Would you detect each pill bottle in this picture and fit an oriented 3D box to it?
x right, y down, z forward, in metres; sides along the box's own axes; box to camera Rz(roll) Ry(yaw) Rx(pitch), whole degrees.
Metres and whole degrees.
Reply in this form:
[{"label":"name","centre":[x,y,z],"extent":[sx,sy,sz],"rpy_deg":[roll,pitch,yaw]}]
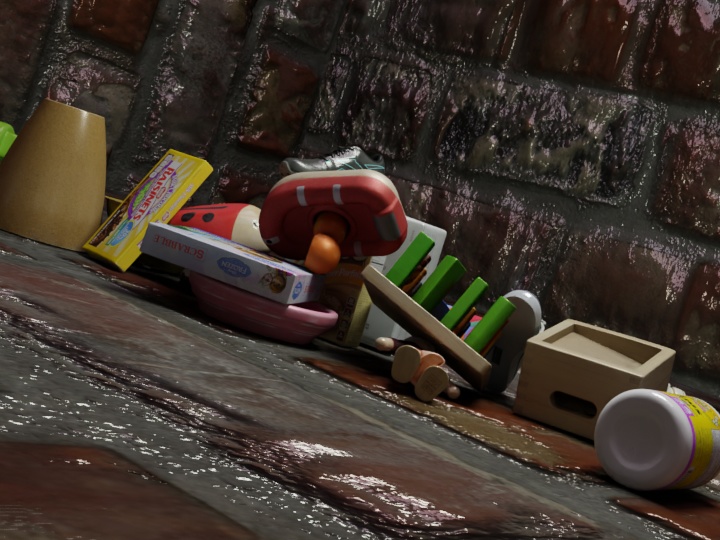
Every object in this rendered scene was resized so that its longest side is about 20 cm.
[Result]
[{"label":"pill bottle","centre":[0.337,0.186,1.286],"extent":[0.104,0.105,0.200],"rpy_deg":[20,3,34]}]

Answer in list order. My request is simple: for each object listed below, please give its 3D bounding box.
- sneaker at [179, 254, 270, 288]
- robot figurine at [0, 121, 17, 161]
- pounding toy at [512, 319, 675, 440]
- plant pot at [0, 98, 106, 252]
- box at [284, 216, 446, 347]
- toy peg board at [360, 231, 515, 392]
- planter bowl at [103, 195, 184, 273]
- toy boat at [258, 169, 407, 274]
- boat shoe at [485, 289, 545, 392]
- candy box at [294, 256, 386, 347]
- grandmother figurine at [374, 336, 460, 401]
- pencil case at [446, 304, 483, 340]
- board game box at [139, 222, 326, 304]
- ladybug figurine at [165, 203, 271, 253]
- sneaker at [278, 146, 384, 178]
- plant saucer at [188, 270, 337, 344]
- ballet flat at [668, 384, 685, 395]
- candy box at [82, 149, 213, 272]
[{"label":"sneaker","centre":[-0.196,0.003,1.750],"extent":[0.075,0.077,0.200],"rpy_deg":[21,6,25]},{"label":"robot figurine","centre":[-0.987,-0.343,3.094],"extent":[0.199,0.116,0.175],"rpy_deg":[17,-7,6]},{"label":"pounding toy","centre":[0.291,0.156,1.568],"extent":[0.199,0.143,0.184],"rpy_deg":[17,16,27]},{"label":"plant pot","centre":[-0.460,-0.149,1.780],"extent":[0.185,0.201,0.186],"rpy_deg":[17,2,-1]},{"label":"box","centre":[0.000,0.000,1.800],"extent":[0.198,0.201,0.171],"rpy_deg":[17,4,15]},{"label":"toy peg board","centre":[0.113,0.051,1.555],"extent":[0.200,0.098,0.199],"rpy_deg":[40,-6,12]},{"label":"planter bowl","centre":[-0.317,-0.047,1.849],"extent":[0.199,0.084,0.200],"rpy_deg":[18,1,0]},{"label":"toy boat","centre":[-0.043,-0.050,1.559],"extent":[0.199,0.131,0.131],"rpy_deg":[-2,-46,24]},{"label":"boat shoe","centre":[0.220,0.083,1.633],"extent":[0.074,0.203,0.086],"rpy_deg":[32,52,21]},{"label":"candy box","centre":[-0.032,-0.005,1.668],"extent":[0.115,0.201,0.055],"rpy_deg":[18,3,25]},{"label":"grandmother figurine","centre":[0.074,0.115,1.455],"extent":[0.121,0.061,0.200],"rpy_deg":[46,3,-3]},{"label":"pencil case","centre":[0.151,0.106,1.961],"extent":[0.088,0.089,0.200],"rpy_deg":[16,5,-37]},{"label":"board game box","centre":[-0.158,-0.009,1.527],"extent":[0.199,0.041,0.199],"rpy_deg":[19,3,8]},{"label":"ladybug figurine","centre":[-0.211,-0.055,1.701],"extent":[0.199,0.072,0.136],"rpy_deg":[-2,14,20]},{"label":"sneaker","centre":[-0.041,-0.155,1.806],"extent":[0.199,0.080,0.075],"rpy_deg":[10,4,-43]},{"label":"plant saucer","centre":[-0.130,0.049,1.532],"extent":[0.199,0.051,0.201],"rpy_deg":[18,3,-1]},{"label":"ballet flat","centre":[0.539,0.233,2.100],"extent":[0.070,0.066,0.200],"rpy_deg":[17,3,-19]},{"label":"candy box","centre":[-0.308,-0.090,1.711],"extent":[0.102,0.200,0.026],"rpy_deg":[21,-23,45]}]
